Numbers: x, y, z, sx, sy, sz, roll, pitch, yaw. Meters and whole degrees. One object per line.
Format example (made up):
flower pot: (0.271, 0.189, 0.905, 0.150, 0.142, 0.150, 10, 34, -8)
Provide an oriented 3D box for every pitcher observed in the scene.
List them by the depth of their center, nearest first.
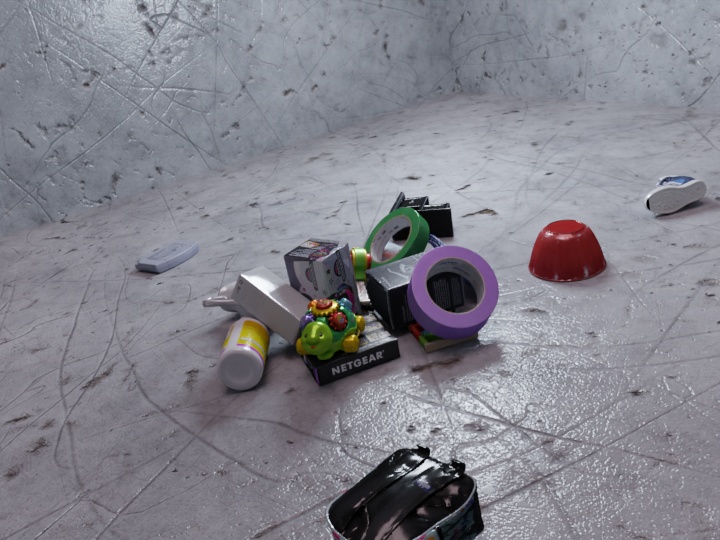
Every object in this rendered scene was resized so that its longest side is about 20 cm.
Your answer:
pitcher: (-0.297, 0.078, 1.808, 0.197, 0.124, 0.170, 2, 11, 42)

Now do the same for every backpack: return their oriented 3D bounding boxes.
backpack: (0.055, 0.360, 0.980, 0.198, 0.154, 0.176, -19, 21, -38)

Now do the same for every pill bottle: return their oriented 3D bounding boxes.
pill bottle: (-0.262, 0.178, 1.595, 0.102, 0.106, 0.201, -9, 23, 4)

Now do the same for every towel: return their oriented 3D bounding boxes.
towel: (0.241, -0.008, 1.768, 0.024, 0.145, 0.200, -38, 25, 1)

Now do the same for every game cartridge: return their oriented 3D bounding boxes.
game cartridge: (-0.650, -0.048, 2.371, 0.131, 0.041, 0.199, 2, 26, 36)

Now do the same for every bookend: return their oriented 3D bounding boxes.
bookend: (0.209, -0.182, 2.226, 0.196, 0.094, 0.199, -2, 24, 17)

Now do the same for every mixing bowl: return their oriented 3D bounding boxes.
mixing bowl: (0.529, -0.064, 1.798, 0.196, 0.110, 0.201, -9, 22, 4)

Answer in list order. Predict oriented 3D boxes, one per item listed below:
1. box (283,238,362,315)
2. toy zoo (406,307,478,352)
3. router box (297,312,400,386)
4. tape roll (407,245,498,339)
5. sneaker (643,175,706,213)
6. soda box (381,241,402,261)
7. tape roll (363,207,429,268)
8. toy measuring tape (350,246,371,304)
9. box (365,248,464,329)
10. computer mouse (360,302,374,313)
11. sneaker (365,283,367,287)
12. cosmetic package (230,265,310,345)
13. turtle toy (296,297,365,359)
box: (-0.090, 0.040, 1.711, 0.130, 0.204, 0.114, 8, 30, 36)
toy zoo: (0.179, 0.123, 1.635, 0.129, 0.021, 0.200, -16, 23, -11)
router box: (-0.029, 0.173, 1.570, 0.197, 0.052, 0.149, -18, 26, -15)
tape roll: (0.205, 0.048, 1.554, 0.196, 0.066, 0.204, 3, 62, -6)
sneaker: (0.897, -0.227, 2.060, 0.196, 0.082, 0.147, -17, 15, -6)
soda box: (0.103, -0.024, 1.941, 0.063, 0.070, 0.199, -23, 26, -26)
tape roll: (0.094, -0.072, 1.867, 0.199, 0.048, 0.203, -33, 38, 30)
toy measuring tape: (0.000, 0.000, 1.791, 0.072, 0.075, 0.202, -11, 39, -2)
box: (0.130, 0.041, 1.682, 0.196, 0.106, 0.148, -17, 24, -13)
computer mouse: (0.078, 0.053, 1.809, 0.197, 0.045, 0.110, -18, 23, -16)
sneaker: (-0.070, 0.024, 1.891, 0.196, 0.084, 0.074, -17, 26, -12)
cosmetic package: (-0.198, 0.080, 1.659, 0.199, 0.072, 0.101, 35, 26, 18)
turtle toy: (-0.074, 0.125, 1.505, 0.143, 0.103, 0.201, -5, 26, 14)
